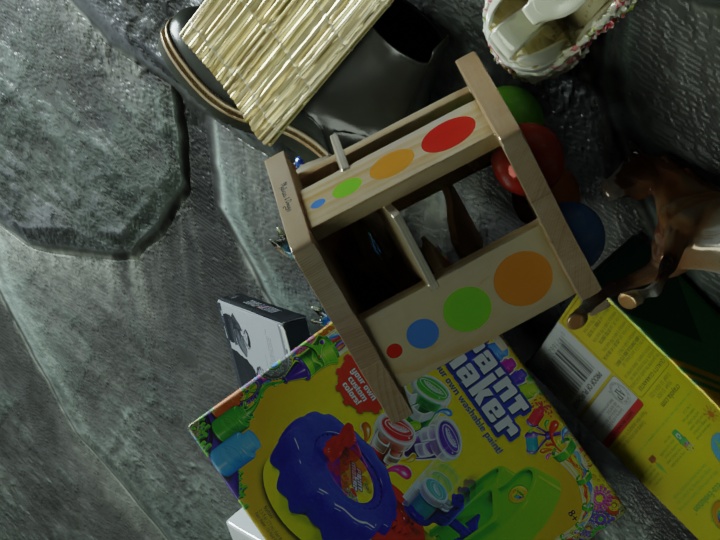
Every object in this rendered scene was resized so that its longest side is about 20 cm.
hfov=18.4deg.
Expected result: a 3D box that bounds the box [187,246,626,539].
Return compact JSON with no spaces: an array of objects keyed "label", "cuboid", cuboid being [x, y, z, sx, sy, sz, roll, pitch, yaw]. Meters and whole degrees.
[{"label":"box","cuboid":[0.029,0.123,1.398,0.200,0.192,0.122,54,179,4]}]

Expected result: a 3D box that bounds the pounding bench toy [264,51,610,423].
[{"label":"pounding bench toy","cuboid":[0.043,-0.041,1.281,0.125,0.155,0.200,60,-176,-27]}]

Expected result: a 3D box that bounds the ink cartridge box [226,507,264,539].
[{"label":"ink cartridge box","cuboid":[-0.038,0.249,1.829,0.116,0.067,0.201,21,140,43]}]

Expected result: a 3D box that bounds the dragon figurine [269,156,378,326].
[{"label":"dragon figurine","cuboid":[0.000,0.000,1.491,0.201,0.059,0.099,63,156,-9]}]

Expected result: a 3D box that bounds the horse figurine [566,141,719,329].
[{"label":"horse figurine","cuboid":[0.200,-0.009,1.161,0.199,0.133,0.050,6,126,36]}]

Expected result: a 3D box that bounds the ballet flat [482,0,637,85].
[{"label":"ballet flat","cuboid":[0.102,-0.146,1.181,0.076,0.064,0.200,48,152,3]}]

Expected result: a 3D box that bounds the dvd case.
[{"label":"dvd case","cuboid":[-0.056,0.098,1.624,0.200,0.025,0.151,-166,61,-73]}]

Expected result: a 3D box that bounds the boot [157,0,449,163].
[{"label":"boot","cuboid":[-0.031,-0.143,1.381,0.199,0.078,0.139,31,141,14]}]

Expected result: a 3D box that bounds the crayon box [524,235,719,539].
[{"label":"crayon box","cuboid":[0.200,0.088,1.323,0.200,0.051,0.127,46,151,10]}]

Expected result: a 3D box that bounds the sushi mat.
[{"label":"sushi mat","cuboid":[-0.033,-0.167,1.323,0.096,0.012,0.200,54,131,12]}]
